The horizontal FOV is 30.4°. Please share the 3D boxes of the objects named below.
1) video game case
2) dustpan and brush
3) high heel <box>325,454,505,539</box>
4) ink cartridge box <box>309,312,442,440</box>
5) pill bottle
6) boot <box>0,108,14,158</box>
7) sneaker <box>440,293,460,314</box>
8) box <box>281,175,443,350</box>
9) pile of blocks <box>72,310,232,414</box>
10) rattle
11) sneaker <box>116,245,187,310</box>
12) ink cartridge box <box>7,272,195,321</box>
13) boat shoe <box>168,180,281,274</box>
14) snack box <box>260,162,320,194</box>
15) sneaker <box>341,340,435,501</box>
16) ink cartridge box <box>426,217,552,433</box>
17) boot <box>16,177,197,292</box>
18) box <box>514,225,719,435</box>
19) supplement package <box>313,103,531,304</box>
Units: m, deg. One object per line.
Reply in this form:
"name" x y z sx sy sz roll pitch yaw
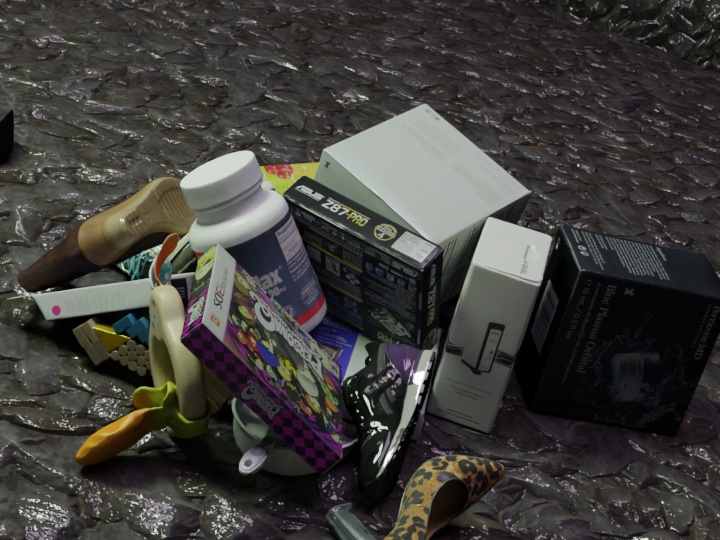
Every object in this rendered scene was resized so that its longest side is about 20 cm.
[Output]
"video game case" -0.094 0.085 1.330 0.200 0.036 0.182 46 17 -19
"dustpan and brush" -0.086 0.174 1.343 0.138 0.058 0.200 21 27 10
"high heel" 0.081 0.249 1.264 0.197 0.072 0.142 -17 31 -22
"ink cartridge box" -0.009 0.103 1.544 0.195 0.044 0.201 17 28 2
"pill bottle" -0.124 -0.022 1.481 0.118 0.202 0.120 -19 20 7
"boot" -0.582 -0.182 1.797 0.197 0.069 0.189 9 33 3
"sneaker" 0.114 -0.011 1.761 0.076 0.116 0.198 28 31 29
"box" 0.000 0.000 1.520 0.198 0.163 0.049 27 50 24
"pile of blocks" -0.208 0.082 1.434 0.197 0.083 0.062 21 17 8
"rattle" -0.230 0.077 1.324 0.141 0.203 0.130 -13 0 -6
"sneaker" -0.245 -0.007 1.596 0.198 0.079 0.086 23 30 15
"ink cartridge box" -0.280 0.030 1.468 0.197 0.038 0.095 -5 1 16
"boat shoe" -0.156 -0.037 1.570 0.060 0.072 0.201 50 49 2
"snack box" -0.048 -0.054 1.729 0.198 0.068 0.171 -7 65 -37
"sneaker" 0.014 0.156 1.396 0.086 0.076 0.201 15 42 8
"ink cartridge box" 0.149 0.060 1.537 0.083 0.203 0.146 18 25 5
"boot" -0.289 -0.040 1.539 0.073 0.165 0.200 65 26 -2
"box" 0.313 0.074 1.604 0.197 0.199 0.118 10 27 -11
"supplement package" 0.064 -0.070 1.636 0.191 0.148 0.199 42 44 21
